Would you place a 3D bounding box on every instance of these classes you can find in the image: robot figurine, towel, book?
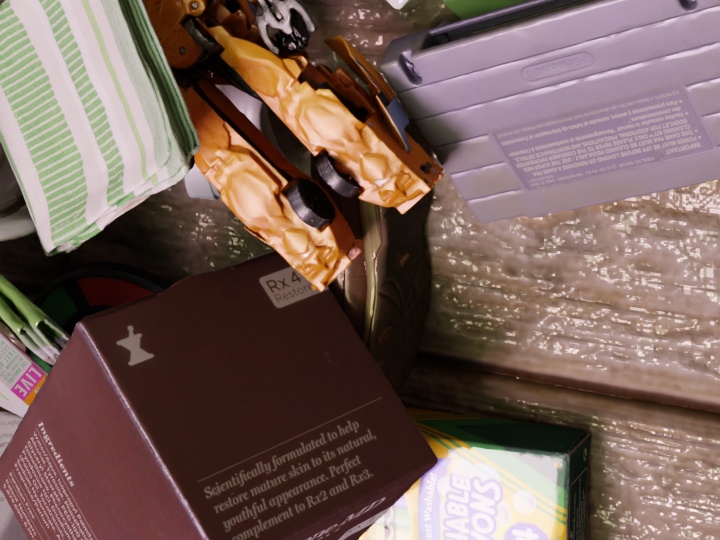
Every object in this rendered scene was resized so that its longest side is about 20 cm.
[{"bbox_3d":[-0.056,-0.092,0.881,0.200,0.058,0.145,47,117,-2],"label":"robot figurine"},{"bbox_3d":[-0.235,0.023,1.033,0.149,0.031,0.200,38,170,17],"label":"towel"},{"bbox_3d":[-0.164,-0.098,0.892,0.200,0.023,0.153,-26,86,56],"label":"towel"},{"bbox_3d":[-0.291,0.025,1.072,0.133,0.048,0.200,22,158,47],"label":"book"}]

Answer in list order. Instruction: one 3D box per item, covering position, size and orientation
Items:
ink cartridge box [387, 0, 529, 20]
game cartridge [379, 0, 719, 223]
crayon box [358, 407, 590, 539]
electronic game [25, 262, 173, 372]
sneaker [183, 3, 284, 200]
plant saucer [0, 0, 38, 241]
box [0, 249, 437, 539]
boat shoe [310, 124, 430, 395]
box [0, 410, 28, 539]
[{"bbox_3d":[0.067,-0.192,0.834,0.200,0.048,0.146,46,130,2],"label":"ink cartridge box"},{"bbox_3d":[0.124,-0.093,0.845,0.200,0.038,0.130,-11,133,35],"label":"game cartridge"},{"bbox_3d":[0.046,0.158,1.022,0.200,0.052,0.126,5,105,24],"label":"crayon box"},{"bbox_3d":[-0.160,0.085,1.136,0.200,0.042,0.200,15,124,24],"label":"electronic game"},{"bbox_3d":[-0.080,-0.142,0.948,0.071,0.073,0.200,-5,114,2],"label":"sneaker"},{"bbox_3d":[-0.261,-0.107,0.978,0.050,0.200,0.200,-23,104,35],"label":"plant saucer"},{"bbox_3d":[-0.095,0.120,0.952,0.164,0.166,0.200,57,141,16],"label":"box"},{"bbox_3d":[0.000,0.000,0.976,0.067,0.072,0.201,16,118,29],"label":"boat shoe"},{"bbox_3d":[-0.263,0.214,1.176,0.200,0.131,0.199,-4,137,33],"label":"box"}]
